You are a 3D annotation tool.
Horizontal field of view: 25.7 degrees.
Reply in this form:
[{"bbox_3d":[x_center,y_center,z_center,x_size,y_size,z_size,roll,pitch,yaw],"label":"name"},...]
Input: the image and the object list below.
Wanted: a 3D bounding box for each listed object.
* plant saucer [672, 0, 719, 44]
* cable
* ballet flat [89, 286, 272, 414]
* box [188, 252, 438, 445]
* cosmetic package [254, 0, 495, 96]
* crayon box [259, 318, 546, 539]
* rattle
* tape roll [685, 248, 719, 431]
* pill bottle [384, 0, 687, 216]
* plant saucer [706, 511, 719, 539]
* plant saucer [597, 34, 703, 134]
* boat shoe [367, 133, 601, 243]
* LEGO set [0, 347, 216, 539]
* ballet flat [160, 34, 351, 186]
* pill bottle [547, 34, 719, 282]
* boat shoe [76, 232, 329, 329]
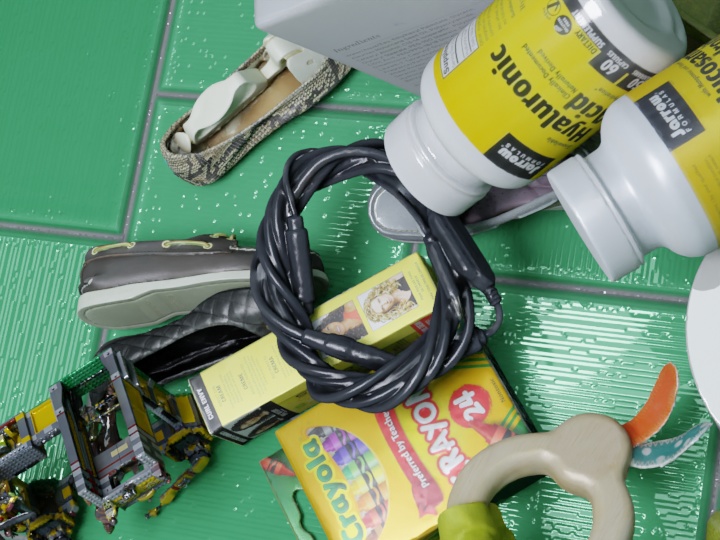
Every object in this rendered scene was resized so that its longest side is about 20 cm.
[{"bbox_3d":[0.216,-0.266,1.124,0.199,0.048,0.201,32,64,-8],"label":"plant saucer"},{"bbox_3d":[0.000,0.000,1.129,0.163,0.051,0.201,-37,72,11],"label":"cable"},{"bbox_3d":[-0.122,0.062,1.210,0.199,0.066,0.057,-22,50,23],"label":"ballet flat"},{"bbox_3d":[-0.025,0.061,1.181,0.199,0.075,0.050,-29,70,7],"label":"box"},{"bbox_3d":[0.045,-0.245,1.145,0.164,0.199,0.166,-14,72,39],"label":"cosmetic package"},{"bbox_3d":[0.027,0.140,1.156,0.199,0.051,0.127,-33,69,8],"label":"crayon box"},{"bbox_3d":[0.154,0.170,1.086,0.200,0.143,0.130,-41,40,-21],"label":"rattle"},{"bbox_3d":[0.320,0.051,1.037,0.201,0.139,0.204,-4,75,16],"label":"tape roll"},{"bbox_3d":[0.110,-0.125,1.058,0.200,0.111,0.112,-40,65,33],"label":"pill bottle"},{"bbox_3d":[0.318,0.262,1.025,0.198,0.048,0.202,2,77,18],"label":"plant saucer"},{"bbox_3d":[0.233,-0.147,1.171,0.199,0.035,0.202,-4,76,16],"label":"plant saucer"},{"bbox_3d":[0.087,-0.063,1.164,0.201,0.065,0.075,-7,88,30],"label":"boat shoe"},{"bbox_3d":[-0.197,0.162,1.167,0.199,0.154,0.116,-27,52,2],"label":"LEGO set"},{"bbox_3d":[-0.078,-0.145,1.249,0.200,0.075,0.068,-40,67,4],"label":"ballet flat"},{"bbox_3d":[0.221,-0.079,0.979,0.199,0.112,0.112,-32,69,5],"label":"pill bottle"},{"bbox_3d":[-0.123,0.000,1.228,0.200,0.072,0.061,-6,64,8],"label":"boat shoe"}]
